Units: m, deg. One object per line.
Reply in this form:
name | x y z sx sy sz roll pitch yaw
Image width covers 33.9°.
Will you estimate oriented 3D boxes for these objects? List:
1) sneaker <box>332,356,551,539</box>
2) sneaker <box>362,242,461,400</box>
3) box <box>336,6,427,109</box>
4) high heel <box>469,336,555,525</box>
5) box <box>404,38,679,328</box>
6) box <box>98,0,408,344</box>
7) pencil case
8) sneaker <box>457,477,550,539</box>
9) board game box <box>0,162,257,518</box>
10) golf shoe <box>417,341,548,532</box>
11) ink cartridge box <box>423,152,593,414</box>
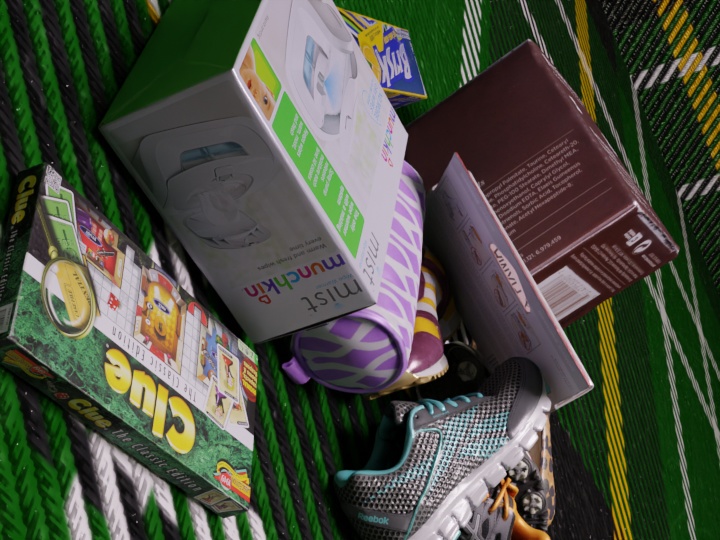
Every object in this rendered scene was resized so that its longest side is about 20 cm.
sneaker | 0.058 0.118 0.830 0.091 0.078 0.200 51 56 -11
sneaker | 0.027 0.030 0.905 0.200 0.075 0.090 -57 128 -74
box | -0.014 -0.162 0.943 0.200 0.070 0.064 -14 88 -68
high heel | 0.140 0.144 1.089 0.143 0.071 0.200 -72 146 -60
box | 0.165 -0.069 1.111 0.166 0.164 0.200 27 32 -59
box | -0.057 -0.087 0.754 0.177 0.097 0.200 58 25 -29
pencil case | 0.000 0.000 0.839 0.084 0.085 0.200 52 30 -28
sneaker | 0.082 0.176 0.920 0.200 0.077 0.078 55 30 -34
board game box | -0.115 0.043 0.616 0.200 0.023 0.105 49 34 -46
golf shoe | 0.114 0.154 1.019 0.088 0.077 0.200 -33 106 -75
ink cartridge box | 0.116 0.013 0.920 0.200 0.044 0.174 61 -17 10
